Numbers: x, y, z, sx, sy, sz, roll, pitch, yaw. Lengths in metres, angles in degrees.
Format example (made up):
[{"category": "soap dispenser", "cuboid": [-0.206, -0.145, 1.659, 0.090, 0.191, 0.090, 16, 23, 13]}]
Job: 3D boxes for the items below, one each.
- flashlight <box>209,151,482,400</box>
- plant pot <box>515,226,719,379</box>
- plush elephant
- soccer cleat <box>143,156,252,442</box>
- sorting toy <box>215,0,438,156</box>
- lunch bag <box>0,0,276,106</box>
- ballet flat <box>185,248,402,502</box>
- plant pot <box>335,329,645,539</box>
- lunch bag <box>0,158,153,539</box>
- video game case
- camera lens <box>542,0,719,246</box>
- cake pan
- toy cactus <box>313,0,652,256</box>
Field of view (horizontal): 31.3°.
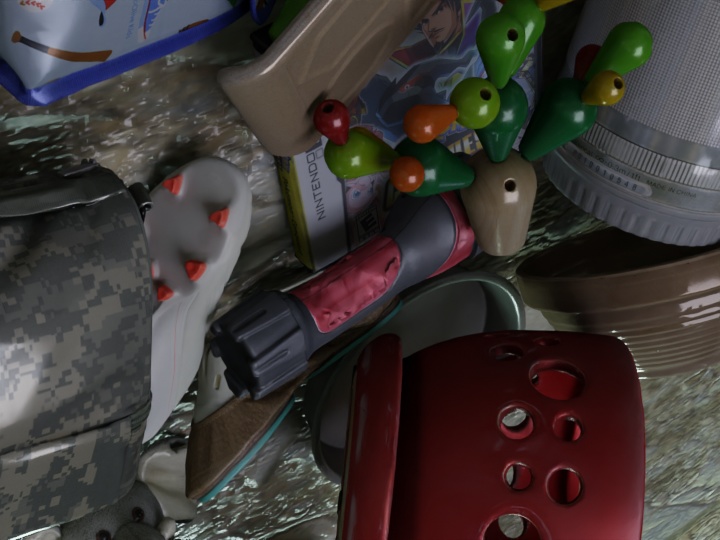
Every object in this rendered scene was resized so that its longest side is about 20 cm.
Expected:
[{"category": "flashlight", "cuboid": [0.000, 0.000, 0.787, 0.199, 0.068, 0.068, -33, 103, -27]}, {"category": "plant pot", "cuboid": [0.221, 0.020, 0.949, 0.200, 0.200, 0.094, -20, 101, -29]}, {"category": "plush elephant", "cuboid": [-0.135, 0.202, 0.842, 0.165, 0.199, 0.156, -42, 122, -25]}, {"category": "soccer cleat", "cuboid": [-0.115, 0.021, 0.764, 0.201, 0.069, 0.077, -62, 161, 16]}, {"category": "sorting toy", "cuboid": [0.011, -0.147, 0.654, 0.200, 0.036, 0.185, -45, 174, -1]}, {"category": "lunch bag", "cuboid": [-0.093, -0.188, 0.550, 0.199, 0.123, 0.171, -32, 143, -41]}, {"category": "ballet flat", "cuboid": [-0.059, 0.057, 0.840, 0.200, 0.068, 0.072, -44, 103, -14]}, {"category": "plant pot", "cuboid": [0.078, 0.134, 0.850, 0.180, 0.201, 0.202, 6, 129, 0]}, {"category": "lunch bag", "cuboid": [-0.200, 0.037, 0.630, 0.199, 0.139, 0.169, -12, 132, -37]}, {"category": "video game case", "cuboid": [0.033, -0.111, 0.808, 0.199, 0.025, 0.182, -30, 140, -19]}, {"category": "camera lens", "cuboid": [0.218, -0.139, 0.846, 0.159, 0.160, 0.201, -10, 130, -37]}, {"category": "cake pan", "cuboid": [0.038, 0.076, 0.971, 0.199, 0.037, 0.201, -25, 138, -25]}, {"category": "toy cactus", "cuboid": [0.069, -0.079, 0.729, 0.199, 0.102, 0.166, -30, 141, -18]}]
